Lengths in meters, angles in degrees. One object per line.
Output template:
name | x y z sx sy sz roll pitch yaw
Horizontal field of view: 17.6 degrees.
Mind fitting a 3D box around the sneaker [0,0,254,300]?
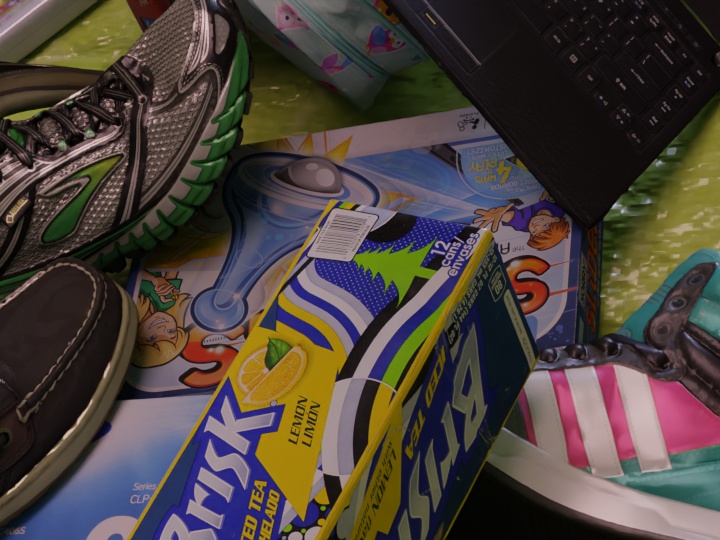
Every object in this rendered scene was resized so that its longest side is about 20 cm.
sneaker | -0.120 -0.039 0.963 0.200 0.085 0.078 -48 32 10

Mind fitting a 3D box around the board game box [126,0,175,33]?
board game box | -0.114 -0.162 1.029 0.019 0.200 0.103 -25 47 1

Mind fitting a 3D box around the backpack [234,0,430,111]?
backpack | -0.023 -0.166 1.037 0.127 0.167 0.200 -54 49 9

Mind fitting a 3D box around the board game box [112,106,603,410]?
board game box | 0.000 0.000 0.956 0.200 0.034 0.136 -9 50 18

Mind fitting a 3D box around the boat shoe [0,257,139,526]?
boat shoe | -0.164 0.066 0.894 0.072 0.066 0.201 25 65 38

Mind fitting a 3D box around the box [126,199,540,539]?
box | -0.018 0.076 0.723 0.064 0.070 0.200 12 56 30

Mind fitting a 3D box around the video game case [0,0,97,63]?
video game case | -0.175 -0.189 1.201 0.200 0.024 0.182 -39 48 -11

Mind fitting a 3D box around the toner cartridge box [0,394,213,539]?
toner cartridge box | -0.069 0.098 0.900 0.200 0.043 0.095 -5 50 21

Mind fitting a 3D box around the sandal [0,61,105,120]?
sandal | -0.174 -0.060 1.023 0.201 0.057 0.080 -11 14 -37

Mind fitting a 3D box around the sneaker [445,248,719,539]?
sneaker | 0.086 0.042 0.829 0.200 0.084 0.121 20 59 9

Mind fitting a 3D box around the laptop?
laptop | 0.108 -0.151 0.920 0.200 0.177 0.103 -44 4 -38
